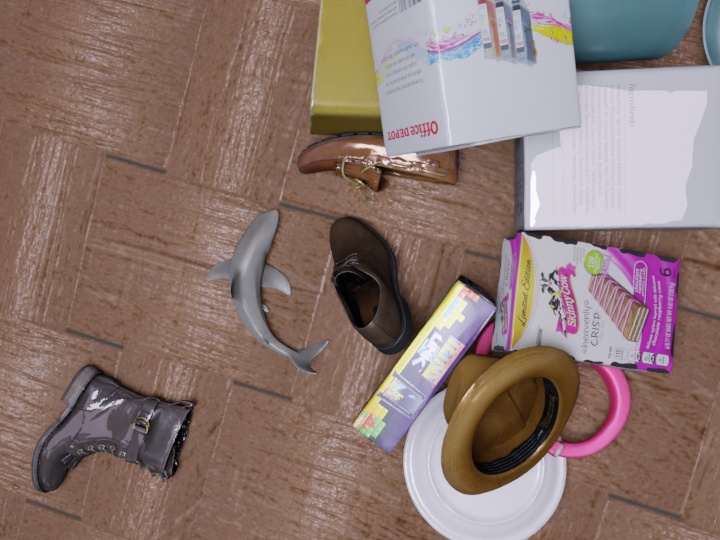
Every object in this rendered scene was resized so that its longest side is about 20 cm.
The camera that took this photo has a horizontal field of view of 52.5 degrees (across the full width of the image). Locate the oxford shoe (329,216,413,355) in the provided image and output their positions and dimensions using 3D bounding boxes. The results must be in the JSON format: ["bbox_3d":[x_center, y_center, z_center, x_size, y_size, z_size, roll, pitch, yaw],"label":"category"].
[{"bbox_3d":[0.000,0.000,0.871,0.073,0.084,0.200,-38,49,15],"label":"oxford shoe"}]

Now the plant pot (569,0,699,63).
[{"bbox_3d":[0.235,-0.315,0.781,0.161,0.201,0.201,-12,91,-7],"label":"plant pot"}]

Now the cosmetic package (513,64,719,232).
[{"bbox_3d":[0.277,-0.127,0.817,0.200,0.167,0.167,-1,92,9],"label":"cosmetic package"}]

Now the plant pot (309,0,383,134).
[{"bbox_3d":[0.048,-0.253,0.839,0.200,0.196,0.194,6,93,-4],"label":"plant pot"}]

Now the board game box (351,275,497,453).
[{"bbox_3d":[0.080,0.102,0.857,0.057,0.165,0.200,36,97,5],"label":"board game box"}]

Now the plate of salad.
[{"bbox_3d":[0.152,0.237,0.904,0.200,0.048,0.200,0,78,1],"label":"plate of salad"}]

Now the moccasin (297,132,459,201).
[{"bbox_3d":[0.020,-0.128,0.904,0.201,0.074,0.078,1,88,6],"label":"moccasin"}]

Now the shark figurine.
[{"bbox_3d":[-0.134,0.043,0.926,0.128,0.089,0.215,-20,88,10],"label":"shark figurine"}]

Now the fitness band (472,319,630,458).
[{"bbox_3d":[0.227,0.136,0.883,0.200,0.037,0.144,36,80,7],"label":"fitness band"}]

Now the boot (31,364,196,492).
[{"bbox_3d":[-0.326,0.236,0.969,0.174,0.069,0.200,25,94,7],"label":"boot"}]

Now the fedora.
[{"bbox_3d":[0.147,0.149,0.795,0.201,0.201,0.082,-55,44,7],"label":"fedora"}]

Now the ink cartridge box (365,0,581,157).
[{"bbox_3d":[0.100,-0.216,0.691,0.145,0.145,0.200,-11,99,-20],"label":"ink cartridge box"}]

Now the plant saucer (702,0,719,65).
[{"bbox_3d":[0.497,-0.279,0.846,0.200,0.036,0.200,0,93,9],"label":"plant saucer"}]

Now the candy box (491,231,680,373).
[{"bbox_3d":[0.260,0.039,0.842,0.200,0.061,0.137,8,83,-10],"label":"candy box"}]
